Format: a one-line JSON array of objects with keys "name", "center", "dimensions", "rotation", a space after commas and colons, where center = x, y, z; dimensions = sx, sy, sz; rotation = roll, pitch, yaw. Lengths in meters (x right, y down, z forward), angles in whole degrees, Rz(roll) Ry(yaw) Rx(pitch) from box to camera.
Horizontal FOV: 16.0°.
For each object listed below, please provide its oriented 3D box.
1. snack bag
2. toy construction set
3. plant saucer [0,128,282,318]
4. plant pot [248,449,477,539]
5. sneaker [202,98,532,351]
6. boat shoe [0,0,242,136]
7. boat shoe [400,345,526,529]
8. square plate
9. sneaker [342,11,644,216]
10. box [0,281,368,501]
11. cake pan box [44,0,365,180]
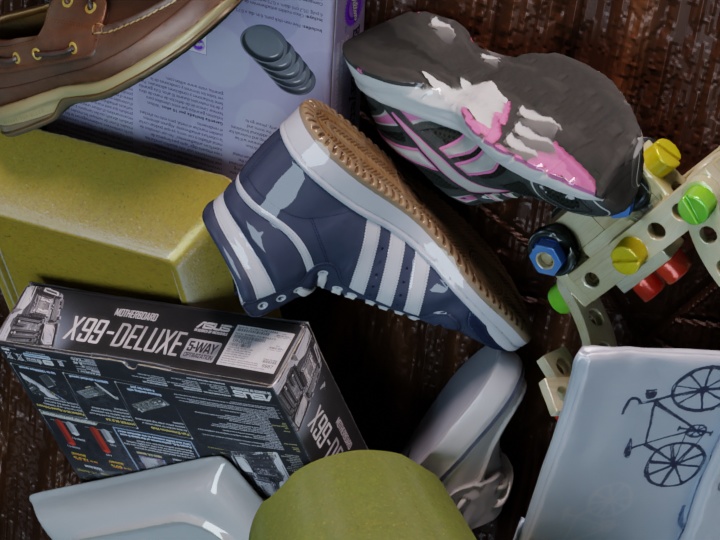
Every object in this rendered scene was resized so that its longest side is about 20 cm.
[{"name": "snack bag", "center": [0.190, 0.110, 1.394], "dimensions": [0.198, 0.021, 0.189], "rotation": [4, 134, -11]}, {"name": "toy construction set", "center": [0.165, 0.003, 1.381], "dimensions": [0.131, 0.092, 0.200], "rotation": [46, 119, -3]}, {"name": "plant saucer", "center": [-0.148, 0.006, 1.536], "dimensions": [0.199, 0.049, 0.201], "rotation": [15, 146, 21]}, {"name": "plant pot", "center": [0.012, 0.206, 1.417], "dimensions": [0.199, 0.190, 0.201], "rotation": [-8, 128, -10]}, {"name": "sneaker", "center": [0.000, 0.000, 1.435], "dimensions": [0.108, 0.070, 0.200], "rotation": [-40, 118, 18]}, {"name": "boat shoe", "center": [-0.146, -0.135, 1.414], "dimensions": [0.199, 0.072, 0.068], "rotation": [-19, 109, 40]}, {"name": "boat shoe", "center": [0.059, 0.122, 1.527], "dimensions": [0.065, 0.074, 0.200], "rotation": [27, 133, -7]}, {"name": "square plate", "center": [-0.094, 0.203, 1.583], "dimensions": [0.199, 0.029, 0.198], "rotation": [-15, 122, 46]}, {"name": "sneaker", "center": [0.078, -0.071, 1.380], "dimensions": [0.200, 0.080, 0.087], "rotation": [34, 150, 43]}, {"name": "box", "center": [-0.099, 0.087, 1.519], "dimensions": [0.199, 0.050, 0.158], "rotation": [7, 142, 30]}, {"name": "cake pan box", "center": [-0.096, -0.111, 1.478], "dimensions": [0.199, 0.052, 0.185], "rotation": [15, 123, 21]}]
